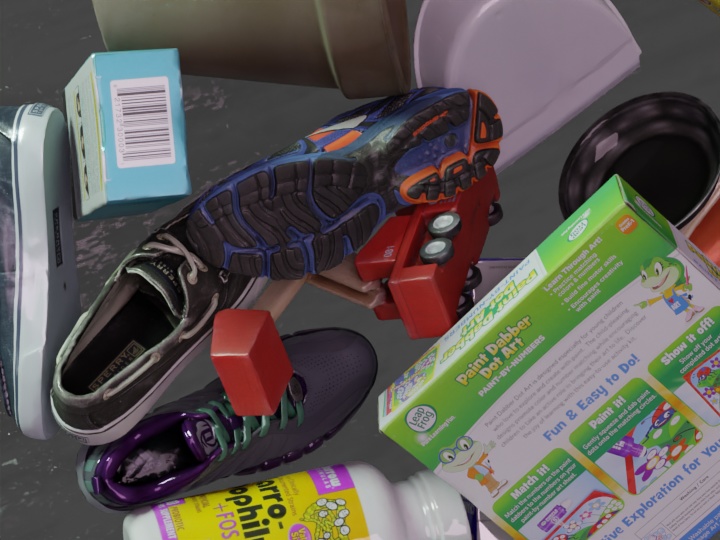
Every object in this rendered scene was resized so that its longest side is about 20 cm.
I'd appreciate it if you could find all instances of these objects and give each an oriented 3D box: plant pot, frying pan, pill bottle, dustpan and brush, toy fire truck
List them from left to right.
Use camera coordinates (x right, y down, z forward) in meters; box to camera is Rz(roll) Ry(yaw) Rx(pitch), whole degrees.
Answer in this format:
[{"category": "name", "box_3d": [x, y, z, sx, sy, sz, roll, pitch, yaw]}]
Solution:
[{"category": "plant pot", "box_3d": [-0.068, -0.190, 1.368, 0.173, 0.200, 0.201, -8, 91, 5]}, {"category": "pill bottle", "box_3d": [-0.037, 0.174, 1.400, 0.199, 0.104, 0.105, -12, 91, -12]}, {"category": "toy fire truck", "box_3d": [0.000, 0.000, 1.399, 0.140, 0.200, 0.049, -7, 126, 22]}, {"category": "dustpan and brush", "box_3d": [0.074, -0.166, 1.427, 0.139, 0.057, 0.200, -37, 133, -1]}, {"category": "frying pan", "box_3d": [0.206, -0.084, 1.448, 0.190, 0.115, 0.031, -39, 134, 6]}]

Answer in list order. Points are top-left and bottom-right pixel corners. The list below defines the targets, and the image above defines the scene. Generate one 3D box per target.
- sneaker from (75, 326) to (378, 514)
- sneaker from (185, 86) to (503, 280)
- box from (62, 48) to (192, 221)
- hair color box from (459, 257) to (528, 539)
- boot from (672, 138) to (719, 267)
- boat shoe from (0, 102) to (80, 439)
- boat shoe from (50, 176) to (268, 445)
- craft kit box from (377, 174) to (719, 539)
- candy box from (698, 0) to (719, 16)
[{"category": "sneaker", "box_3d": [-0.073, 0.096, 1.401, 0.199, 0.088, 0.075, -27, 94, -10]}, {"category": "sneaker", "box_3d": [-0.013, -0.054, 1.386, 0.199, 0.078, 0.076, -22, 112, -17]}, {"category": "box", "box_3d": [-0.136, -0.075, 1.334, 0.049, 0.200, 0.083, -5, 90, -12]}, {"category": "hair color box", "box_3d": [0.116, 0.092, 1.452, 0.109, 0.065, 0.201, -1, 88, -12]}, {"category": "boot", "box_3d": [0.249, -0.008, 1.453, 0.107, 0.075, 0.201, 25, 85, 25]}, {"category": "boat shoe", "box_3d": [-0.221, 0.000, 1.391, 0.090, 0.071, 0.201, 2, 99, 12]}, {"category": "boat shoe", "box_3d": [-0.112, 0.014, 1.383, 0.070, 0.064, 0.200, 29, 65, 14]}, {"category": "craft kit box", "box_3d": [0.147, 0.078, 1.349, 0.197, 0.049, 0.200, 40, 109, -21]}, {"category": "candy box", "box_3d": [0.247, -0.216, 1.501, 0.200, 0.026, 0.102, 35, 83, -9]}]
